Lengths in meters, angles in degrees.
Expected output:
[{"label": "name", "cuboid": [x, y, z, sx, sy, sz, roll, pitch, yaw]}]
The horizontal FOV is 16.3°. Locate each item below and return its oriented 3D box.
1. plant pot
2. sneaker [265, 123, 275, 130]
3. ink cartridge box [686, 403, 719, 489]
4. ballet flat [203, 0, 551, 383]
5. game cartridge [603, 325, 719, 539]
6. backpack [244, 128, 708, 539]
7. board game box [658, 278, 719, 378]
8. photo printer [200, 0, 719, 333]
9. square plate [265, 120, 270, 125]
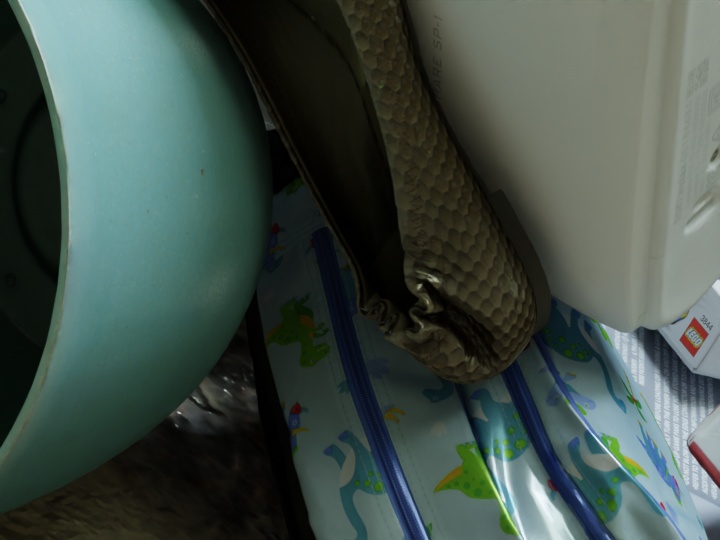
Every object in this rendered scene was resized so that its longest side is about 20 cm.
[{"label": "plant pot", "cuboid": [-0.120, -0.022, 0.740, 0.201, 0.201, 0.161, 43, 23, 20]}, {"label": "sneaker", "cuboid": [0.000, 0.000, 0.926, 0.199, 0.091, 0.076, 3, 37, 3]}, {"label": "ink cartridge box", "cuboid": [0.227, 0.105, 0.919, 0.200, 0.083, 0.147, 25, 23, -55]}, {"label": "ballet flat", "cuboid": [-0.012, -0.054, 0.710, 0.046, 0.067, 0.201, -36, 103, -30]}, {"label": "game cartridge", "cuboid": [0.110, 0.055, 0.999, 0.133, 0.041, 0.200, 31, 28, -10]}, {"label": "backpack", "cuboid": [0.035, 0.063, 0.803, 0.201, 0.153, 0.163, -85, 155, -46]}, {"label": "board game box", "cuboid": [0.145, -0.018, 1.078, 0.126, 0.035, 0.200, 13, 29, -37]}, {"label": "photo printer", "cuboid": [0.025, -0.091, 0.741, 0.200, 0.167, 0.069, 33, 55, 28]}, {"label": "square plate", "cuboid": [-0.020, -0.073, 1.078, 0.198, 0.029, 0.200, 42, 30, 20]}]
